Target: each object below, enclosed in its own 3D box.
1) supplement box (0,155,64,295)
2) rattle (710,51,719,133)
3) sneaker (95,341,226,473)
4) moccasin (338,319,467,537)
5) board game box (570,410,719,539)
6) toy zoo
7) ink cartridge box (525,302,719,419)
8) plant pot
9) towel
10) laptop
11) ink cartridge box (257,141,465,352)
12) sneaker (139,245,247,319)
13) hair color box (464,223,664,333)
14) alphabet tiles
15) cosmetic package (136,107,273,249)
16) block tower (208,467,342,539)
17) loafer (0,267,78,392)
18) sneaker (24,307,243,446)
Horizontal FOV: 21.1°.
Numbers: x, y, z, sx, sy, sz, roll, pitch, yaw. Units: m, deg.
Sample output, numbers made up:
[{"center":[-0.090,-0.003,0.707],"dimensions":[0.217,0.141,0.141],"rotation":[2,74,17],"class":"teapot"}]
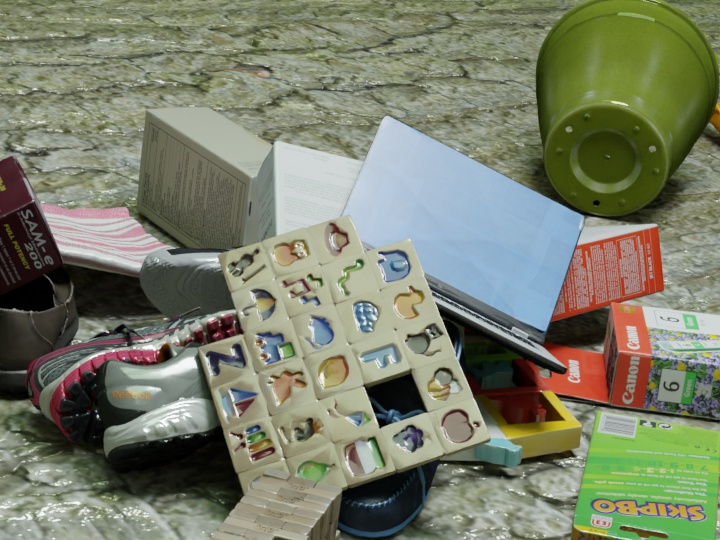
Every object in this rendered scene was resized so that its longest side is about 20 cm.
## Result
[{"center":[-0.327,-0.003,1.433],"dimensions":[0.199,0.061,0.109],"rotation":[-27,27,-6],"class":"supplement box"},{"center":[0.339,-0.185,2.306],"dimensions":[0.198,0.144,0.130],"rotation":[-11,-11,-4],"class":"rattle"},{"center":[-0.093,0.081,1.342],"dimensions":[0.199,0.074,0.080],"rotation":[-7,68,-36],"class":"sneaker"},{"center":[0.023,0.102,1.334],"dimensions":[0.080,0.069,0.200],"rotation":[11,33,10],"class":"moccasin"},{"center":[0.202,0.153,1.350],"dimensions":[0.095,0.030,0.200],"rotation":[9,18,9],"class":"board game box"},{"center":[0.082,0.099,1.458],"dimensions":[0.130,0.021,0.200],"rotation":[-2,23,-17],"class":"toy zoo"},{"center":[0.234,0.069,1.551],"dimensions":[0.198,0.051,0.109],"rotation":[8,21,1],"class":"ink cartridge box"},{"center":[0.265,-0.157,2.007],"dimensions":[0.198,0.202,0.193],"rotation":[10,32,10],"class":"plant pot"},{"center":[-0.234,-0.032,1.629],"dimensions":[0.145,0.030,0.200],"rotation":[10,9,-28],"class":"towel"},{"center":[0.082,-0.024,1.464],"dimensions":[0.186,0.117,0.200],"rotation":[26,3,-5],"class":"laptop"},{"center":[0.000,0.000,1.518],"dimensions":[0.159,0.047,0.201],"rotation":[13,49,-18],"class":"ink cartridge box"},{"center":[-0.079,-0.002,1.573],"dimensions":[0.198,0.076,0.114],"rotation":[10,38,-7],"class":"sneaker"},{"center":[0.153,0.006,1.638],"dimensions":[0.199,0.065,0.110],"rotation":[-11,7,-41],"class":"hair color box"},{"center":[-0.023,0.056,1.306],"dimensions":[0.166,0.008,0.201],"rotation":[-17,59,-7],"class":"alphabet tiles"},{"center":[-0.123,-0.070,1.739],"dimensions":[0.073,0.105,0.200],"rotation":[-5,25,-32],"class":"cosmetic package"},{"center":[-0.063,0.182,1.144],"dimensions":[0.053,0.058,0.200],"rotation":[12,20,12],"class":"block tower"},{"center":[-0.252,0.025,1.484],"dimensions":[0.072,0.072,0.200],"rotation":[4,21,-8],"class":"loafer"},{"center":[-0.147,0.065,1.400],"dimensions":[0.199,0.081,0.074],"rotation":[-10,24,-38],"class":"sneaker"}]
